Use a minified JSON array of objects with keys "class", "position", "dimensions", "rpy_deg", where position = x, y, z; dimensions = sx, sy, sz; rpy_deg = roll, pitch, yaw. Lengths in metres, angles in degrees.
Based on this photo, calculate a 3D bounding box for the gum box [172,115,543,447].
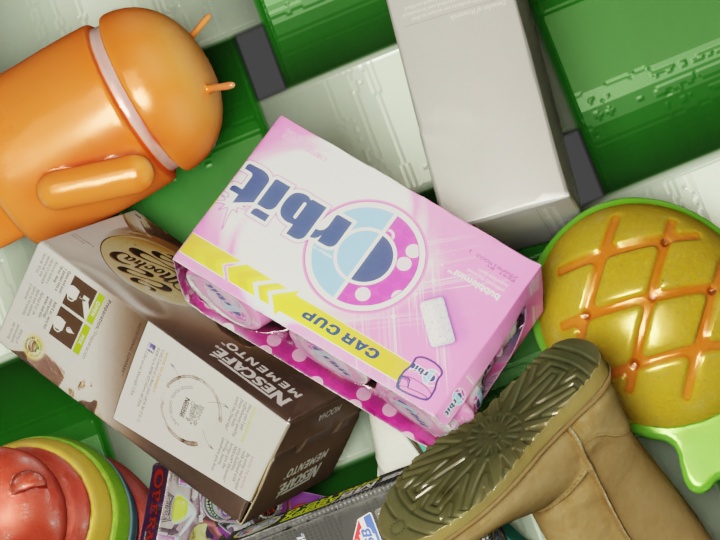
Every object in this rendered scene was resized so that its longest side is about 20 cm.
[{"class":"gum box","position":[0.004,0.011,1.653],"dimensions":[0.200,0.066,0.114],"rpy_deg":[30,71,18]}]

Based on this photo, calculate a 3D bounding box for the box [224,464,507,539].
[{"class":"box","position":[0.027,0.225,1.674],"dimensions":[0.160,0.044,0.201],"rpy_deg":[-21,95,14]}]

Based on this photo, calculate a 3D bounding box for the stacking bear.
[{"class":"stacking bear","position":[-0.196,0.154,1.688],"dimensions":[0.121,0.200,0.114],"rpy_deg":[-14,78,8]}]

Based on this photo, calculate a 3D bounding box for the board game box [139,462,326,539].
[{"class":"board game box","position":[-0.087,0.227,1.710],"dimensions":[0.120,0.032,0.201],"rpy_deg":[14,80,-31]}]

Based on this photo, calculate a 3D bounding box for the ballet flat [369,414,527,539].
[{"class":"ballet flat","position":[0.057,0.160,1.713],"dimensions":[0.069,0.069,0.200],"rpy_deg":[-42,79,1]}]

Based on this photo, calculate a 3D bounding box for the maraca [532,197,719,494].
[{"class":"maraca","position":[0.191,0.044,1.684],"dimensions":[0.137,0.107,0.200],"rpy_deg":[-44,76,-1]}]

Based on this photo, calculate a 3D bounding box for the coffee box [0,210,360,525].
[{"class":"coffee box","position":[-0.107,0.056,1.719],"dimensions":[0.200,0.113,0.080],"rpy_deg":[35,116,19]}]

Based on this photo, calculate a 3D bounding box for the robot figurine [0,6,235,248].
[{"class":"robot figurine","position":[-0.172,-0.090,1.769],"dimensions":[0.200,0.144,0.117],"rpy_deg":[-30,87,8]}]

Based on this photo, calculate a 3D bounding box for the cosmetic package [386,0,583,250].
[{"class":"cosmetic package","position":[0.074,-0.116,1.737],"dimensions":[0.090,0.107,0.201],"rpy_deg":[-18,79,8]}]

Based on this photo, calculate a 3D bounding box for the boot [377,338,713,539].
[{"class":"boot","position":[0.120,0.163,1.620],"dimensions":[0.175,0.200,0.066],"rpy_deg":[-39,33,-13]}]
